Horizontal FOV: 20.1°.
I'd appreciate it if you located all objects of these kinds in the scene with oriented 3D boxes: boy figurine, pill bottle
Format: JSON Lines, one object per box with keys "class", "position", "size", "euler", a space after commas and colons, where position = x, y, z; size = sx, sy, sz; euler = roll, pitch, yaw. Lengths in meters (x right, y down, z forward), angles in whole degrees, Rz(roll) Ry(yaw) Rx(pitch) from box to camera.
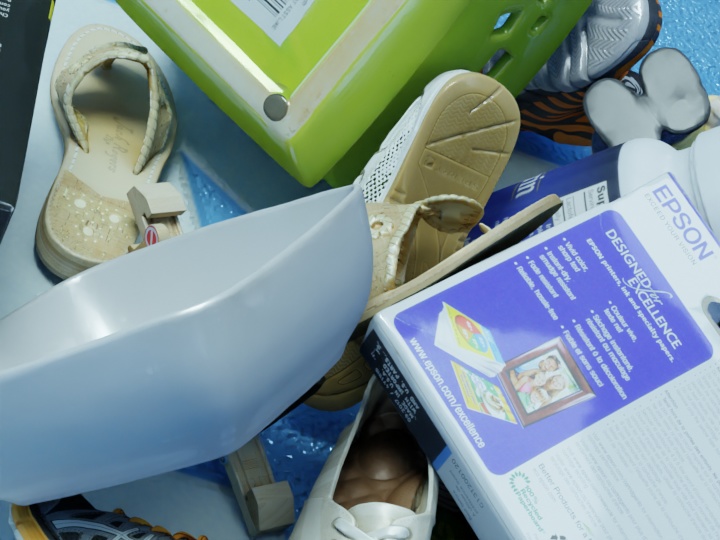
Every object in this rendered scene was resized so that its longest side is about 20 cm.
{"class": "boy figurine", "position": [0.181, -0.068, 1.282], "size": [0.124, 0.200, 0.065], "euler": [-28, 68, 0]}
{"class": "pill bottle", "position": [0.136, -0.006, 1.129], "size": [0.116, 0.199, 0.116], "euler": [46, 34, -43]}

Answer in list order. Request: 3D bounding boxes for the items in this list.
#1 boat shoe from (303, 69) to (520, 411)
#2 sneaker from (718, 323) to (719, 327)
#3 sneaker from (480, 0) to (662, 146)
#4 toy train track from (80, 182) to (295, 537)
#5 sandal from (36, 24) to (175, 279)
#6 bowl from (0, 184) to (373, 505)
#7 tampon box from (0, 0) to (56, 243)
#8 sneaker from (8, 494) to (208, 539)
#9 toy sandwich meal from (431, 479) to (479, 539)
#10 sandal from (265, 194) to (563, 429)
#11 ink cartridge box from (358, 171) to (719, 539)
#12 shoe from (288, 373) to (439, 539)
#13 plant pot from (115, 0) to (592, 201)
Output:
{"class": "boat shoe", "position": [0.018, -0.018, 1.103], "size": [0.071, 0.201, 0.069], "euler": [30, 4, -19]}
{"class": "sneaker", "position": [0.172, 0.011, 1.252], "size": [0.199, 0.070, 0.078], "euler": [11, 40, -23]}
{"class": "sneaker", "position": [0.151, -0.133, 1.292], "size": [0.111, 0.200, 0.078], "euler": [10, 77, -28]}
{"class": "toy train track", "position": [-0.075, 0.040, 1.064], "size": [0.114, 0.033, 0.201], "euler": [-8, 69, -39]}
{"class": "sandal", "position": [-0.135, -0.089, 1.148], "size": [0.077, 0.070, 0.213], "euler": [19, 43, -15]}
{"class": "bowl", "position": [-0.096, 0.040, 0.936], "size": [0.200, 0.199, 0.075], "euler": [-40, 112, -61]}
{"class": "tampon box", "position": [-0.236, -0.065, 1.012], "size": [0.125, 0.150, 0.201], "euler": [17, 43, -15]}
{"class": "sneaker", "position": [-0.093, 0.147, 0.902], "size": [0.077, 0.079, 0.200], "euler": [-34, 39, -16]}
{"class": "toy sandwich meal", "position": [0.078, 0.138, 1.067], "size": [0.204, 0.070, 0.206], "euler": [17, 43, -17]}
{"class": "sandal", "position": [0.000, -0.001, 1.030], "size": [0.211, 0.078, 0.070], "euler": [-36, 82, -7]}
{"class": "ink cartridge box", "position": [0.130, 0.072, 1.003], "size": [0.199, 0.043, 0.199], "euler": [-25, 74, -28]}
{"class": "shoe", "position": [0.002, 0.116, 0.975], "size": [0.069, 0.054, 0.200], "euler": [9, 30, 5]}
{"class": "plant pot", "position": [-0.011, -0.163, 1.165], "size": [0.199, 0.200, 0.181], "euler": [45, 15, 14]}
